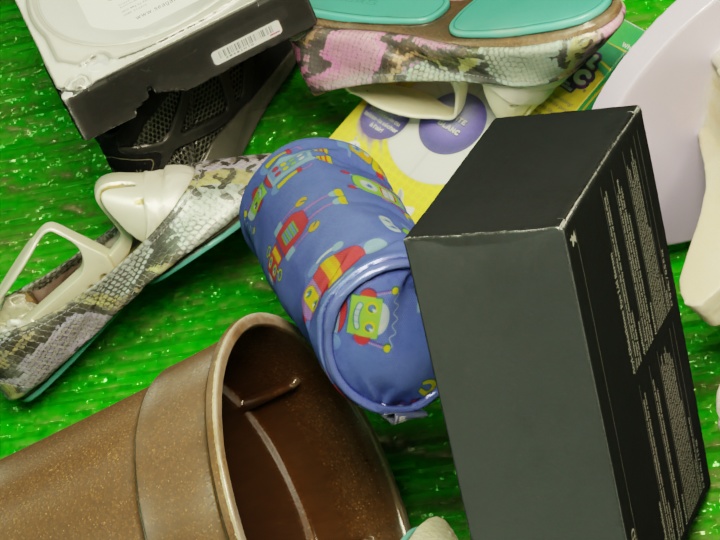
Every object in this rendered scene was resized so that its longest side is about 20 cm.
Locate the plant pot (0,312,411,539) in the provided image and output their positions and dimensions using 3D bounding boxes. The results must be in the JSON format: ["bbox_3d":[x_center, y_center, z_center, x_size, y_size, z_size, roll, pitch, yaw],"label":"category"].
[{"bbox_3d":[-0.100,0.147,1.269,0.198,0.200,0.201,-21,53,21],"label":"plant pot"}]

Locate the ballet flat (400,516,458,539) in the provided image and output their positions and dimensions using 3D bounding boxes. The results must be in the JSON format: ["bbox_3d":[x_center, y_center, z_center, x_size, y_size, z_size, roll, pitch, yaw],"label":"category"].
[{"bbox_3d":[0.027,0.183,1.176,0.062,0.068,0.200,0,33,23],"label":"ballet flat"}]

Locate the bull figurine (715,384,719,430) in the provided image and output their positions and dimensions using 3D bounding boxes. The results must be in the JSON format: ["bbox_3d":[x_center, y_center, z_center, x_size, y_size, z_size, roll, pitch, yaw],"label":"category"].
[{"bbox_3d":[0.235,0.099,1.206,0.121,0.065,0.200,-45,53,35],"label":"bull figurine"}]

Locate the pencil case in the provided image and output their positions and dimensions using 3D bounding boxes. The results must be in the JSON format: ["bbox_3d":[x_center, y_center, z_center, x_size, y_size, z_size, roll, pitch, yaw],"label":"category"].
[{"bbox_3d":[0.000,0.000,1.281,0.078,0.087,0.200,-64,21,13],"label":"pencil case"}]

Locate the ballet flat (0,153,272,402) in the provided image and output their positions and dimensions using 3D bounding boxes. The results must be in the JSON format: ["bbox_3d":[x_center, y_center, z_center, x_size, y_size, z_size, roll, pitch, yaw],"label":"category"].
[{"bbox_3d":[-0.133,-0.011,1.426,0.200,0.072,0.072,-39,52,9],"label":"ballet flat"}]

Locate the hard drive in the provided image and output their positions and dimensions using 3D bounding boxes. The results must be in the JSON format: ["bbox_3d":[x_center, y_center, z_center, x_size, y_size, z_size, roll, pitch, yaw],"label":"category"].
[{"bbox_3d":[-0.121,-0.167,1.428,0.139,0.038,0.200,-26,44,-3],"label":"hard drive"}]

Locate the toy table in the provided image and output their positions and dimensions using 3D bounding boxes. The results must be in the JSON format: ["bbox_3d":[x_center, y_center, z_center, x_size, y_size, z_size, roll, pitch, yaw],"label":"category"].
[{"bbox_3d":[0.208,-0.065,1.277,0.200,0.184,0.117,-52,35,16],"label":"toy table"}]

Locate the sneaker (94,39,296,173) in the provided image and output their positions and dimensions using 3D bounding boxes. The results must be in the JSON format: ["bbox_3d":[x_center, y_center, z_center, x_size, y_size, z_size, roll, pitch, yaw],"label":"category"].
[{"bbox_3d":[-0.093,-0.137,1.481,0.076,0.114,0.200,8,61,39],"label":"sneaker"}]

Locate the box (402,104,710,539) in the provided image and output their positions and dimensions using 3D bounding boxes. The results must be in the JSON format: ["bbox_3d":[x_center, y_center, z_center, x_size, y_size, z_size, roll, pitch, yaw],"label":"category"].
[{"bbox_3d":[0.093,0.045,1.202,0.079,0.201,0.141,-5,23,20],"label":"box"}]

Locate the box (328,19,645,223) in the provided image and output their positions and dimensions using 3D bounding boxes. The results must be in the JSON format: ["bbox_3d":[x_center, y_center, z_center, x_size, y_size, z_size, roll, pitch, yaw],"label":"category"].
[{"bbox_3d":[0.062,-0.075,1.416,0.117,0.048,0.200,33,75,36],"label":"box"}]

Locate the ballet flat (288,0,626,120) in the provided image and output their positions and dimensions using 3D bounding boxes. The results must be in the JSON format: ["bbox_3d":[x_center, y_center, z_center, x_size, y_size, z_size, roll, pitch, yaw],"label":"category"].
[{"bbox_3d":[0.052,-0.111,1.373,0.200,0.071,0.069,3,31,32],"label":"ballet flat"}]
